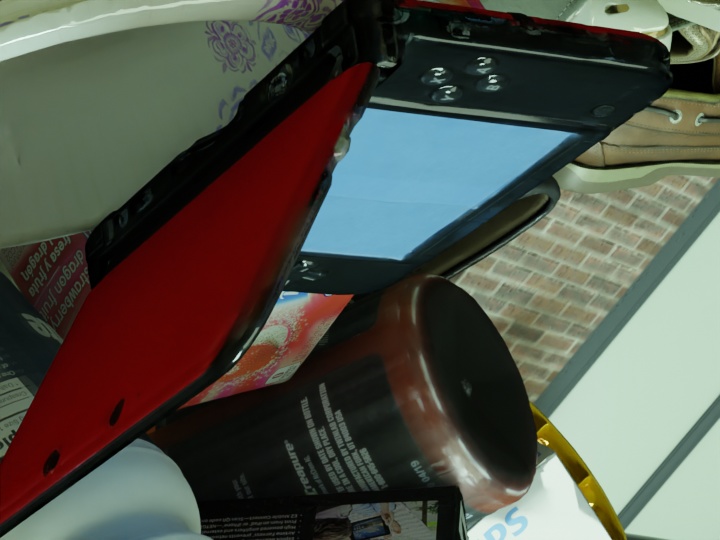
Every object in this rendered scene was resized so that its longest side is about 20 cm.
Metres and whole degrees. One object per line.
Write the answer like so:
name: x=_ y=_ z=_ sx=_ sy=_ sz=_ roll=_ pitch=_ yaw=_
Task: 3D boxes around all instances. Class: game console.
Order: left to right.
game console: x=-0.013 y=0.008 z=0.802 sx=0.172 sy=0.119 sz=0.200 roll=5 pitch=157 yaw=-30

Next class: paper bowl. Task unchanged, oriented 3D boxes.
paper bowl: x=-0.102 y=-0.086 z=0.807 sx=0.200 sy=0.105 sz=0.201 roll=-17 pitch=166 yaw=-4

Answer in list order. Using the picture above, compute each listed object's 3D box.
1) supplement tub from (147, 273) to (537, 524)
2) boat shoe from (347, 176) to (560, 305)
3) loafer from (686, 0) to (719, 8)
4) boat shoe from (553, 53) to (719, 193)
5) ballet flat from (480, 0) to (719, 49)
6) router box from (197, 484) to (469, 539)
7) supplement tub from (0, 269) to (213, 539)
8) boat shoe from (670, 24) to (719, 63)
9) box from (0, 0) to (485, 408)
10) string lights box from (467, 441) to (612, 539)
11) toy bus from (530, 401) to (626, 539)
supplement tub: x=-0.031 y=0.085 z=1.099 sx=0.200 sy=0.107 sz=0.107 roll=-25 pitch=160 yaw=22
boat shoe: x=0.000 y=0.000 z=1.152 sx=0.200 sy=0.060 sz=0.074 roll=-34 pitch=157 yaw=-15
loafer: x=0.107 y=-0.144 z=0.951 sx=0.076 sy=0.068 sz=0.200 roll=-43 pitch=135 yaw=21
boat shoe: x=0.169 y=-0.089 z=1.253 sx=0.200 sy=0.072 sz=0.068 roll=-19 pitch=144 yaw=-40
ballet flat: x=0.120 y=-0.114 z=1.049 sx=0.200 sy=0.064 sz=0.067 roll=-28 pitch=148 yaw=-29
router box: x=-0.059 y=0.155 z=0.994 sx=0.199 sy=0.149 sz=0.051 roll=-4 pitch=127 yaw=8
supplement tub: x=-0.147 y=0.085 z=0.920 sx=0.140 sy=0.200 sz=0.140 roll=-33 pitch=151 yaw=-21
boat shoe: x=0.143 y=-0.121 z=1.157 sx=0.200 sy=0.065 sz=0.071 roll=-33 pitch=154 yaw=-7
box: x=-0.042 y=-0.041 z=0.972 sx=0.100 sy=0.096 sz=0.200 roll=-13 pitch=150 yaw=-44
string lights box: x=0.021 y=0.109 z=1.192 sx=0.103 sy=0.200 sz=0.059 roll=-39 pitch=114 yaw=-11
toy bus: x=0.026 y=0.173 z=1.379 sx=0.200 sy=0.136 sz=0.192 roll=-35 pitch=167 yaw=-13
